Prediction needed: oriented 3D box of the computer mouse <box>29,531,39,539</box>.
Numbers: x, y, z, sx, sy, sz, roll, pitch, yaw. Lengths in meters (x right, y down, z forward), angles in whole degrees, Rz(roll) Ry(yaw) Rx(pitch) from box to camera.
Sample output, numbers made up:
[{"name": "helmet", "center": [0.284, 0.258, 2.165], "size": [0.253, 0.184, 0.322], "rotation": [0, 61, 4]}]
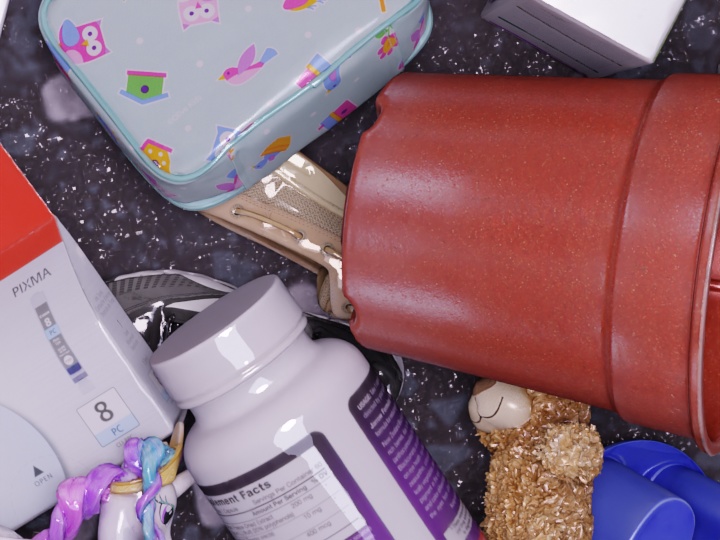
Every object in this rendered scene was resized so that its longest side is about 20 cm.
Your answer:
[{"name": "computer mouse", "center": [-0.108, 0.222, 1.536], "size": [0.199, 0.053, 0.139], "rotation": [5, 81, -17]}]

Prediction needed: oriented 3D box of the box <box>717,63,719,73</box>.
[{"name": "box", "center": [0.287, -0.021, 1.511], "size": [0.130, 0.200, 0.200], "rotation": [-2, 95, -8]}]

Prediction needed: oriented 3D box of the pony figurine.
[{"name": "pony figurine", "center": [-0.166, 0.181, 1.427], "size": [0.193, 0.166, 0.201], "rotation": [0, 91, -23]}]

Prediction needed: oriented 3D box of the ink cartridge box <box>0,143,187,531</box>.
[{"name": "ink cartridge box", "center": [-0.215, 0.041, 1.485], "size": [0.160, 0.047, 0.200], "rotation": [-31, 102, 17]}]

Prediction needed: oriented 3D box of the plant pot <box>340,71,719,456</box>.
[{"name": "plant pot", "center": [0.103, -0.019, 1.402], "size": [0.195, 0.201, 0.201], "rotation": [9, 94, 16]}]

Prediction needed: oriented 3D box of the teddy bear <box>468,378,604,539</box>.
[{"name": "teddy bear", "center": [0.092, 0.131, 1.473], "size": [0.067, 0.145, 0.201], "rotation": [2, 84, -6]}]

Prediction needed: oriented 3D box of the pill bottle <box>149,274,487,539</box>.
[{"name": "pill bottle", "center": [-0.023, 0.107, 1.428], "size": [0.111, 0.111, 0.200], "rotation": [-34, 101, -5]}]

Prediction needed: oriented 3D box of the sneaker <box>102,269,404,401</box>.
[{"name": "sneaker", "center": [-0.065, 0.044, 1.515], "size": [0.200, 0.090, 0.067], "rotation": [14, 92, -10]}]

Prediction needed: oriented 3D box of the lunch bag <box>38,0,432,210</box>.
[{"name": "lunch bag", "center": [-0.067, -0.145, 1.488], "size": [0.200, 0.077, 0.160], "rotation": [-39, 72, -7]}]

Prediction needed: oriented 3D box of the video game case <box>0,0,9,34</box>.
[{"name": "video game case", "center": [-0.252, -0.215, 1.500], "size": [0.143, 0.017, 0.201], "rotation": [14, 92, -10]}]

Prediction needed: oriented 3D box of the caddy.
[{"name": "caddy", "center": [0.160, 0.200, 1.561], "size": [0.141, 0.105, 0.201], "rotation": [9, 94, -34]}]

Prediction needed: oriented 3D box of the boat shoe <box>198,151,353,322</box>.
[{"name": "boat shoe", "center": [0.000, 0.000, 1.531], "size": [0.200, 0.071, 0.065], "rotation": [35, 80, -1]}]

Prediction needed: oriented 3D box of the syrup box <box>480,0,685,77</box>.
[{"name": "syrup box", "center": [0.126, -0.160, 1.472], "size": [0.081, 0.200, 0.079], "rotation": [28, 90, -5]}]
